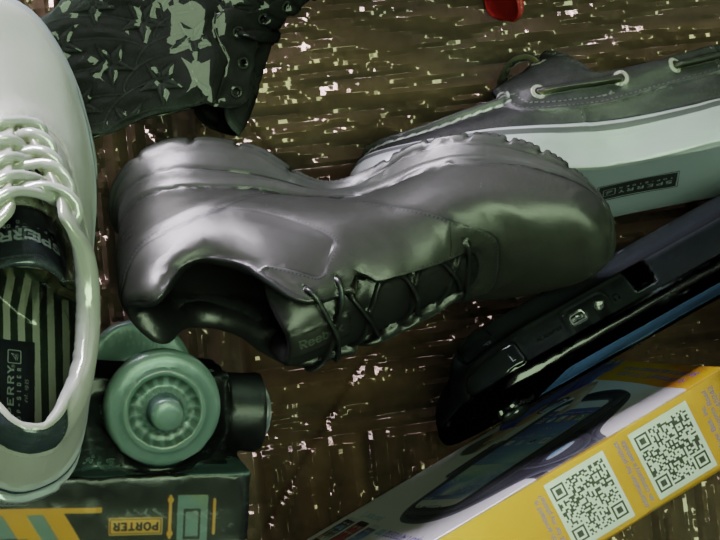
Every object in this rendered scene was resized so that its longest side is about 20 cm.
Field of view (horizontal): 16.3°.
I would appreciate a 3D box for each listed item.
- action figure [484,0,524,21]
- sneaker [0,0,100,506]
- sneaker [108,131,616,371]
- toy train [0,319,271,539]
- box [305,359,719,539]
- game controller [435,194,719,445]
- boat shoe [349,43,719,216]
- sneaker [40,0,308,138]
[{"bbox_3d":[0.153,-0.159,1.050,0.199,0.099,0.066,-19,97,-18],"label":"action figure"},{"bbox_3d":[-0.122,-0.018,0.914,0.073,0.071,0.201,0,67,-23],"label":"sneaker"},{"bbox_3d":[0.000,0.000,0.974,0.199,0.091,0.076,-3,131,3],"label":"sneaker"},{"bbox_3d":[-0.133,0.081,0.975,0.199,0.085,0.115,0,100,-16],"label":"toy train"},{"bbox_3d":[0.050,0.099,1.005,0.199,0.119,0.042,-27,97,-15],"label":"box"},{"bbox_3d":[0.119,0.014,1.034,0.199,0.104,0.042,-28,72,-15],"label":"game controller"},{"bbox_3d":[0.089,-0.062,1.047,0.199,0.070,0.066,-11,64,-5],"label":"boat shoe"},{"bbox_3d":[-0.053,-0.102,1.008,0.199,0.060,0.105,-9,91,-11],"label":"sneaker"}]
